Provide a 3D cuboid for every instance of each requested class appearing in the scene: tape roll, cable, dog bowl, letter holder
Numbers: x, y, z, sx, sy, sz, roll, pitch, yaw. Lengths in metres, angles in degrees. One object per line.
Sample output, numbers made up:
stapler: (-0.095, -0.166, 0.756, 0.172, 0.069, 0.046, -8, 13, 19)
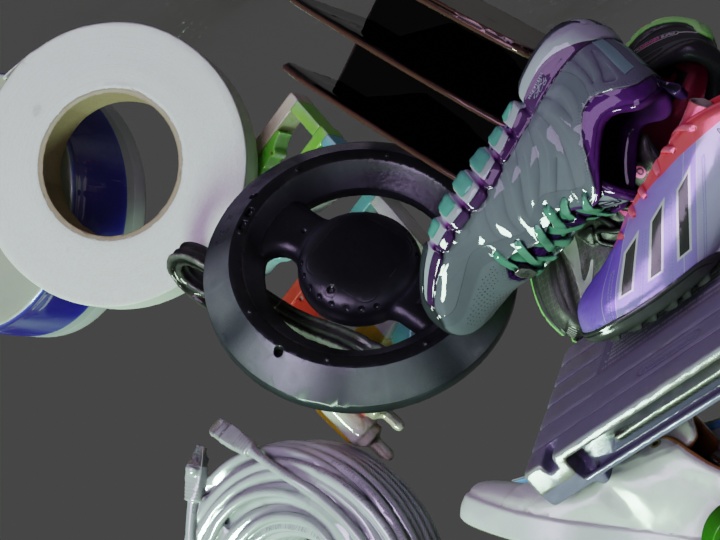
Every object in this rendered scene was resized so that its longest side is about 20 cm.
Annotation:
tape roll: (-0.172, -0.074, 1.113, 0.202, 0.037, 0.204, -1, 86, 11)
cable: (-0.034, 0.212, 1.036, 0.199, 0.069, 0.201, 17, 102, 33)
cable: (-0.049, 0.046, 1.024, 0.200, 0.097, 0.050, 35, 64, 5)
dog bowl: (-0.265, -0.050, 1.224, 0.199, 0.079, 0.201, -4, 83, 35)
letter holder: (0.038, -0.126, 0.976, 0.200, 0.142, 0.101, 35, 106, 32)

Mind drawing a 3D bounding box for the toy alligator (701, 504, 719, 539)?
toy alligator: (0.172, 0.214, 0.806, 0.059, 0.054, 0.201, -120, 47, -72)

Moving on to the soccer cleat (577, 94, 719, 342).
soccer cleat: (0.178, -0.047, 0.833, 0.073, 0.068, 0.200, 44, 99, -7)

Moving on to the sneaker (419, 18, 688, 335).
sneaker: (0.103, -0.036, 0.878, 0.088, 0.074, 0.201, 44, 118, 39)

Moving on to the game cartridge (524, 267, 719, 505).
game cartridge: (0.177, 0.034, 0.830, 0.038, 0.130, 0.200, 46, 125, -6)

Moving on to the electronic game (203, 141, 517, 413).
electronic game: (0.000, 0.000, 0.992, 0.199, 0.042, 0.201, -2, 57, 3)

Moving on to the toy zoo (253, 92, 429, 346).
toy zoo: (-0.024, -0.009, 1.084, 0.131, 0.020, 0.200, -51, 60, 21)

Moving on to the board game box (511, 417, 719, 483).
board game box: (0.193, 0.160, 0.905, 0.199, 0.034, 0.135, -22, 74, 32)

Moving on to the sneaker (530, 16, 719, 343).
sneaker: (0.153, -0.052, 0.914, 0.076, 0.084, 0.201, 17, 100, -7)

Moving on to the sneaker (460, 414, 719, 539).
sneaker: (0.154, 0.119, 0.878, 0.199, 0.073, 0.085, 2, 84, 24)
